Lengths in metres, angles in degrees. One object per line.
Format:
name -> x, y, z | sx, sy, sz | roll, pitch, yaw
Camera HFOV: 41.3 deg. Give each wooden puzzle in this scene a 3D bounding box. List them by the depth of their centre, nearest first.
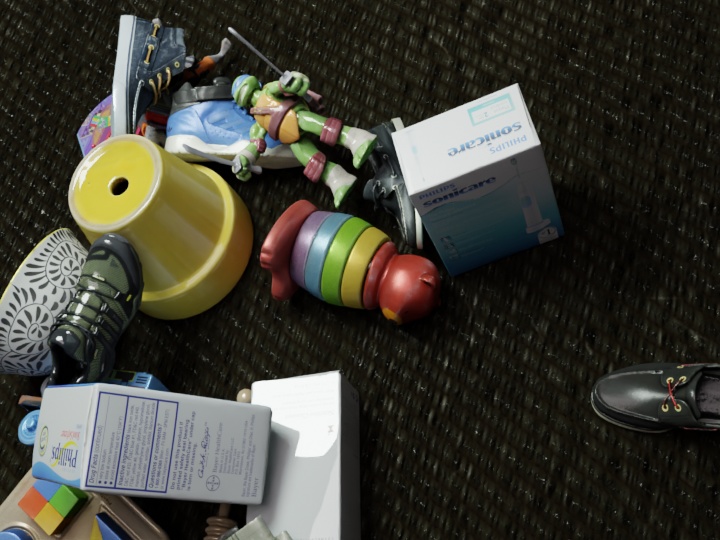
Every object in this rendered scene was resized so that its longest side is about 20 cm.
wooden puzzle -> -0.341, 0.320, 1.080 | 0.185, 0.046, 0.201 | 39, 93, 10

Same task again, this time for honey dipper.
honey dipper -> -0.150, 0.234, 1.105 | 0.037, 0.038, 0.203 | -3, 62, 19

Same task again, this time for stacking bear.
stacking bear -> 0.000, 0.000, 1.119 | 0.198, 0.122, 0.115 | 21, 65, 18

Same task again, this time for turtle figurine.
turtle figurine -> -0.091, -0.156, 1.121 | 0.192, 0.200, 0.145 | 32, 93, 4

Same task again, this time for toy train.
toy train -> -0.326, 0.179, 1.169 | 0.197, 0.087, 0.116 | 2, 58, 24

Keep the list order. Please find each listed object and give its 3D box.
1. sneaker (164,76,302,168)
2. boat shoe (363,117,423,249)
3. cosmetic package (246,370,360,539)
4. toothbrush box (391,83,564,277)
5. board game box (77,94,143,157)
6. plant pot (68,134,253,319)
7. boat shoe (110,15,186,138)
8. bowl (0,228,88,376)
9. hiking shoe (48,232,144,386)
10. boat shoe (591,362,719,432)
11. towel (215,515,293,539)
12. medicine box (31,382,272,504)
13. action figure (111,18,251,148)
sneaker -> -0.153, -0.197, 1.248 | 0.197, 0.077, 0.113 | 3, 83, 1
boat shoe -> 0.034, -0.105, 1.160 | 0.065, 0.075, 0.202 | -8, 57, -3
cosmetic package -> -0.061, 0.224, 1.047 | 0.111, 0.081, 0.203 | -9, 62, 14
toothbrush box -> 0.134, -0.092, 1.055 | 0.145, 0.200, 0.086 | -21, 61, 10
board game box -> -0.337, -0.197, 1.370 | 0.157, 0.039, 0.202 | -29, 60, 5
plant pot -> -0.260, -0.065, 1.195 | 0.198, 0.189, 0.204 | -8, 64, 16
boat shoe -> -0.271, -0.244, 1.227 | 0.089, 0.071, 0.203 | 6, 60, -15
bowl -> -0.376, 0.059, 1.203 | 0.093, 0.201, 0.203 | 26, 75, 2
hiking shoe -> -0.304, 0.059, 1.081 | 0.075, 0.101, 0.203 | 17, 102, 4
boat shoe -> 0.331, 0.125, 0.962 | 0.198, 0.063, 0.075 | 2, 69, 22
towel -> -0.113, 0.375, 0.974 | 0.192, 0.034, 0.201 | -38, 83, 15
medicine box -> -0.223, 0.184, 1.013 | 0.181, 0.198, 0.105 | -12, 68, 56
action figure -> -0.240, -0.239, 1.337 | 0.198, 0.105, 0.196 | 21, 67, -11
